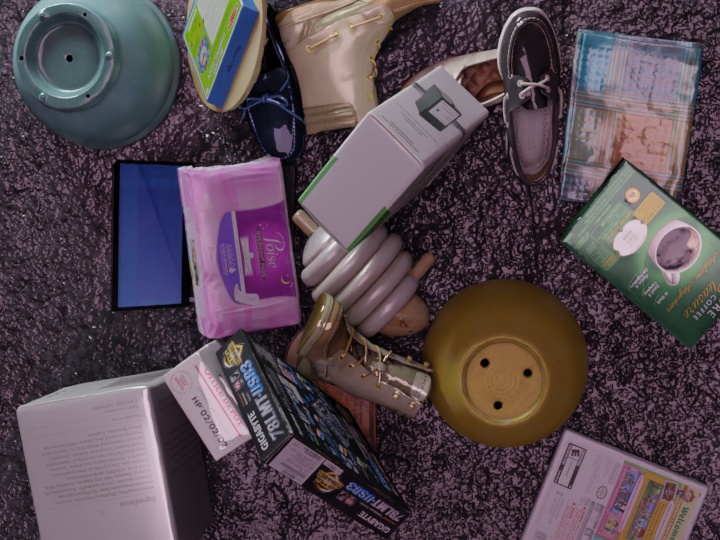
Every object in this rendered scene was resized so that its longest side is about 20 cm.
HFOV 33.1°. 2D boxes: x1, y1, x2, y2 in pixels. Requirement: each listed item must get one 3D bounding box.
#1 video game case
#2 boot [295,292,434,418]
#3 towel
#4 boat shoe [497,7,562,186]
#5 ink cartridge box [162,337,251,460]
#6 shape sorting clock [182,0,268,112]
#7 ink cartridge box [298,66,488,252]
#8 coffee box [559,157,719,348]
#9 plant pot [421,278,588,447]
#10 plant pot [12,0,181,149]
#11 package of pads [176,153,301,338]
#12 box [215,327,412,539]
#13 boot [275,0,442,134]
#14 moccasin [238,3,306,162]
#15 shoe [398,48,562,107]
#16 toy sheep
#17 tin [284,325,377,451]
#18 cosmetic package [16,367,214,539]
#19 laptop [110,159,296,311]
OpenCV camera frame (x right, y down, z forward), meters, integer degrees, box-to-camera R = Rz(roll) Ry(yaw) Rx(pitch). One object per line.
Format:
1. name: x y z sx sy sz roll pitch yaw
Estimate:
1. video game case: 0.290 0.312 1.437 0.181 0.022 0.201 22 95 6
2. boot: 0.008 0.099 1.342 0.154 0.200 0.072 24 69 4
3. towel: 0.311 -0.172 1.403 0.145 0.022 0.202 8 95 7
4. boat shoe: 0.191 -0.191 1.356 0.073 0.060 0.201 -2 121 -3
5. ink cartridge box: -0.157 0.142 1.392 0.068 0.200 0.116 -34 89 8
6. shape sorting clock: -0.154 -0.283 1.388 0.039 0.200 0.202 1 95 -29
7. ink cartridge box: 0.040 -0.126 1.334 0.084 0.200 0.146 44 124 3
8. coffee box: 0.340 -0.019 1.388 0.200 0.044 0.123 38 102 0
9. plant pot: 0.164 0.115 1.379 0.198 0.142 0.202 0 94 7
10. plant pot: -0.324 -0.245 1.423 0.198 0.134 0.202 0 94 7
11. package of pads: -0.139 -0.029 1.404 0.120 0.076 0.202 -10 97 -18
12. box: -0.053 0.175 1.308 0.050 0.200 0.198 -43 127 6
13. boot: 0.014 -0.249 1.412 0.198 0.073 0.157 -14 96 0
14. moccasin: -0.120 -0.225 1.431 0.080 0.068 0.202 -16 92 8
15. shoe: 0.136 -0.222 1.406 0.198 0.053 0.070 -17 91 8
16. toy sheep: 0.000 0.000 1.402 0.200 0.138 0.138 42 97 0
17. tin: -0.035 0.158 1.461 0.111 0.042 0.202 0 93 3
18. cosmetic package: -0.284 0.233 1.432 0.164 0.165 0.202 -10 91 8
19. laptop: -0.183 -0.040 1.433 0.198 0.103 0.179 2 94 7
